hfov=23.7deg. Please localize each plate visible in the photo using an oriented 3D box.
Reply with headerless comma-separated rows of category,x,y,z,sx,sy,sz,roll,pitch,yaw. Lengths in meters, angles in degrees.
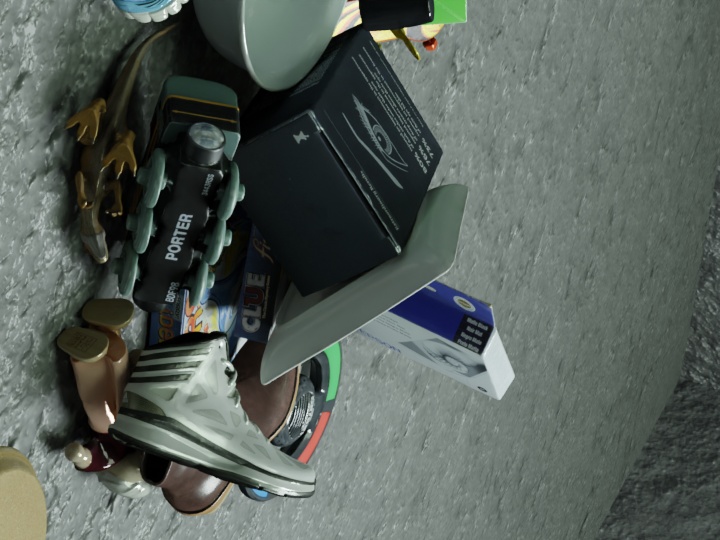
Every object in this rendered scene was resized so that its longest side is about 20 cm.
plate,0.000,0.000,1.493,0.032,0.200,0.200,53,20,-14

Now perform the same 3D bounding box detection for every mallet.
mallet,0.027,-0.274,1.425,0.200,0.066,0.041,84,4,-55

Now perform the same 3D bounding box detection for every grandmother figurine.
grandmother figurine,-0.208,0.121,1.447,0.121,0.060,0.200,-46,146,-33

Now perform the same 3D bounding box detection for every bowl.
bowl,-0.083,-0.254,1.393,0.201,0.090,0.202,-51,152,-42

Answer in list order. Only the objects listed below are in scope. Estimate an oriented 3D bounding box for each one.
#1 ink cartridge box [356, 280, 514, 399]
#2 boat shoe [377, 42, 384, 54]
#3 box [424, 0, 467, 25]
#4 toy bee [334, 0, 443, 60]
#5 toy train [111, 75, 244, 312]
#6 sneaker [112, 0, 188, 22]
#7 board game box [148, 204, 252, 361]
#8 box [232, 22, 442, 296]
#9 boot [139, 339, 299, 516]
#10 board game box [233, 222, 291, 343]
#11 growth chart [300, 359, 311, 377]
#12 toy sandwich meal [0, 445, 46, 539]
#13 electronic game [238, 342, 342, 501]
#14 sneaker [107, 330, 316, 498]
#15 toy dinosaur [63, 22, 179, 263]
ink cartridge box,0.065,0.056,1.886,0.041,0.199,0.200,-58,156,-16
boat shoe,-0.037,-0.159,1.627,0.202,0.072,0.060,-45,130,-41
box,0.041,-0.348,1.520,0.200,0.096,0.177,87,1,-48
toy bee,0.043,-0.244,1.632,0.109,0.199,0.131,86,-3,-47
toy train,-0.144,-0.058,1.358,0.200,0.085,0.114,114,-22,-45
sneaker,-0.134,-0.285,1.256,0.201,0.078,0.090,-68,156,-8
board game box,-0.147,0.054,1.574,0.135,0.034,0.201,-39,143,-56
box,-0.023,-0.098,1.472,0.148,0.104,0.200,57,27,-18
boot,-0.121,0.121,1.529,0.200,0.072,0.166,-65,163,-14
board game box,-0.073,-0.026,1.610,0.200,0.034,0.136,-61,162,-74
growth chart,-0.074,0.104,1.831,0.200,0.018,0.145,-39,142,-56
toy sandwich meal,-0.308,0.220,1.270,0.205,0.070,0.206,14,90,-72
electronic game,-0.074,0.146,1.789,0.200,0.042,0.200,-49,150,-42
sneaker,-0.105,0.116,1.428,0.200,0.076,0.116,25,77,-34
toy dinosaur,-0.193,-0.108,1.313,0.106,0.060,0.201,-164,-88,-82
